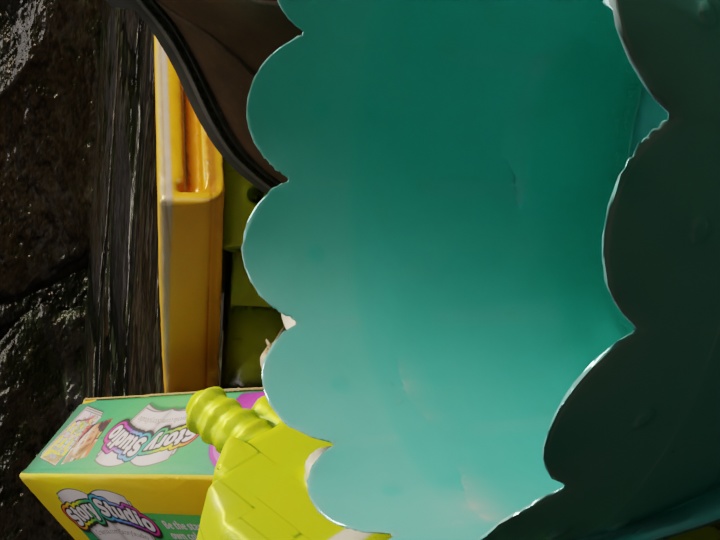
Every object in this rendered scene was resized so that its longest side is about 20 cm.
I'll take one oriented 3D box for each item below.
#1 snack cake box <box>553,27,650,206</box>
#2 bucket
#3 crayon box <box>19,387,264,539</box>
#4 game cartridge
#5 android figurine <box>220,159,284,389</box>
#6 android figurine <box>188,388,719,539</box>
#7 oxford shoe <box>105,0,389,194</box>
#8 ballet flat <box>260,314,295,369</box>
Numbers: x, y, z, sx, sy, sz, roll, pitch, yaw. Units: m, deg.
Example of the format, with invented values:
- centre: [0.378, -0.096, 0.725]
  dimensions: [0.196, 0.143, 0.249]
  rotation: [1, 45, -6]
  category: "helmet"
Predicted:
- centre: [0.077, -0.066, 0.597]
  dimensions: [0.115, 0.067, 0.200]
  rotation: [-133, 46, -69]
  category: "snack cake box"
- centre: [0.067, -0.027, 0.433]
  dimensions: [0.207, 0.135, 0.207]
  rotation: [-3, 86, 64]
  category: "bucket"
- centre: [-0.041, 0.133, 0.751]
  dimensions: [0.200, 0.058, 0.173]
  rotation: [-9, 124, 53]
  category: "crayon box"
- centre: [-0.085, -0.028, 0.824]
  dimensions: [0.200, 0.032, 0.176]
  rotation: [94, 172, -48]
  category: "game cartridge"
- centre: [-0.053, -0.037, 0.841]
  dimensions: [0.182, 0.041, 0.200]
  rotation: [134, 137, -81]
  category: "android figurine"
- centre: [0.037, 0.086, 0.482]
  dimensions: [0.200, 0.182, 0.041]
  rotation: [37, 130, 27]
  category: "android figurine"
- centre: [-0.014, -0.073, 0.532]
  dimensions: [0.084, 0.200, 0.073]
  rotation: [2, 56, 49]
  category: "oxford shoe"
- centre: [0.000, 0.000, 0.776]
  dimensions: [0.200, 0.069, 0.069]
  rotation: [-67, -8, -49]
  category: "ballet flat"
